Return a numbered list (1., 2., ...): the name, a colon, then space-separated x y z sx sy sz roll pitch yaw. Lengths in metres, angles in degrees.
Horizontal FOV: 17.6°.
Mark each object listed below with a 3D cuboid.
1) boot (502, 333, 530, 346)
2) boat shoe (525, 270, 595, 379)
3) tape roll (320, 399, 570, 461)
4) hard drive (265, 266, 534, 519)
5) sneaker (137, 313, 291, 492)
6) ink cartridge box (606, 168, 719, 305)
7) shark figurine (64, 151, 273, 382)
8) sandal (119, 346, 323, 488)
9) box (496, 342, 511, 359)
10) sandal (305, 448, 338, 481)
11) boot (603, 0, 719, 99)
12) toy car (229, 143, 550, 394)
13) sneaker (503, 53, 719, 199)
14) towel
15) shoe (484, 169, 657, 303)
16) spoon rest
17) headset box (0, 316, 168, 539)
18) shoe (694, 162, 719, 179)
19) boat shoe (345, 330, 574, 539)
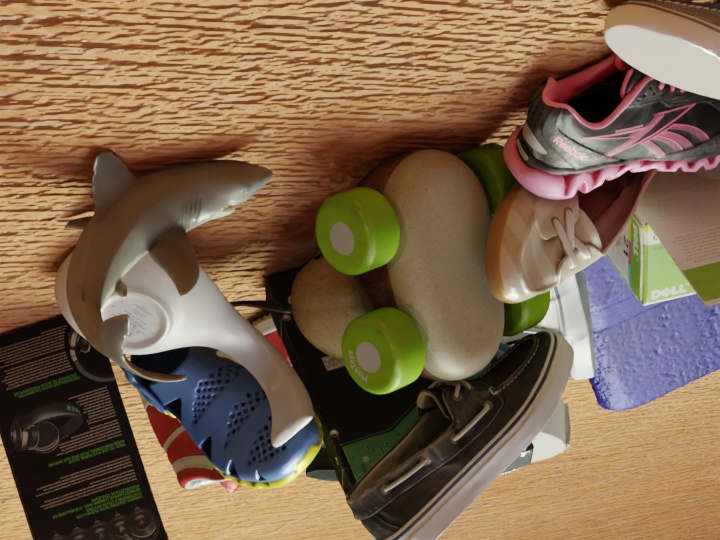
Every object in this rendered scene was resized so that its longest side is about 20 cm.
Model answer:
1. boot: 0.110 0.021 1.853 0.200 0.069 0.174 -27 161 24
2. boat shoe: 0.121 0.009 1.734 0.086 0.075 0.202 -9 135 12
3. tape roll: 0.062 0.121 1.815 0.202 0.037 0.203 0 165 0
4. hard drive: 0.026 0.073 1.690 0.139 0.200 0.038 -17 148 -12
5. sneaker: -0.073 0.101 1.811 0.200 0.113 0.071 -27 162 21
6. ink cartridge box: 0.269 -0.018 1.676 0.147 0.200 0.076 -12 126 -12
7. shark figurine: -0.146 -0.021 1.394 0.128 0.215 0.090 4 127 17
8. sandal: -0.110 0.088 1.666 0.080 0.200 0.087 -53 142 -12
9. box: 0.019 0.086 1.855 0.199 0.049 0.082 -6 165 25
10. sandal: 0.023 0.154 1.774 0.075 0.048 0.200 8 165 -24
11. boot: 0.251 -0.158 1.492 0.199 0.091 0.073 18 164 -21
12. toy car: 0.000 0.000 1.616 0.200 0.158 0.164 -4 -168 45
13. sneaker: 0.194 -0.114 1.559 0.199 0.079 0.096 -18 144 -20
14. towel: 0.232 0.012 1.846 0.147 0.050 0.200 -23 130 -3
15. shoe: 0.150 -0.047 1.591 0.053 0.070 0.200 -4 -149 42
16. spoon rest: -0.118 0.041 1.569 0.200 0.061 0.099 38 120 -24
17. headset box: -0.202 0.156 1.685 0.092 0.201 0.174 -17 162 -9
18. shoe: 0.318 -0.127 1.637 0.091 0.072 0.200 0 149 -36
19. boat shoe: 0.070 0.106 1.591 0.200 0.071 0.072 -49 -164 -21
